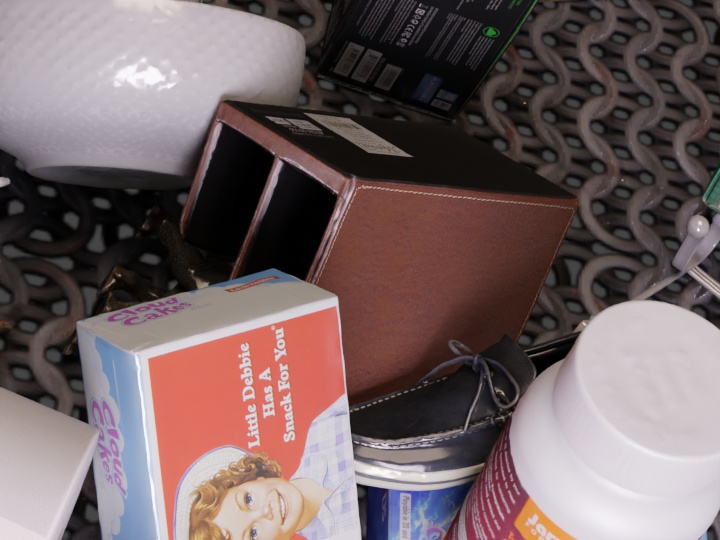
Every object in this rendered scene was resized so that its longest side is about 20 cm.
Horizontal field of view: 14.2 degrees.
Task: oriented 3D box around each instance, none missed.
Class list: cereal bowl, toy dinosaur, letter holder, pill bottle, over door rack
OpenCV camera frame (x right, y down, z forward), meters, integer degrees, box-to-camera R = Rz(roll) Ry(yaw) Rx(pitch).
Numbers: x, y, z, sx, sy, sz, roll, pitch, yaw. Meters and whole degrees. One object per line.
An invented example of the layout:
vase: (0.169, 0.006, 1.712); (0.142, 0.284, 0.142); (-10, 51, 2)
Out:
cereal bowl: (-0.129, -0.090, 1.548); (0.199, 0.200, 0.084); (5, 85, -17)
toy dinosaur: (-0.091, 0.030, 1.543); (0.102, 0.077, 0.200); (34, 43, -10)
letter holder: (0.000, 0.000, 1.536); (0.100, 0.143, 0.199); (32, 18, 35)
pill bottle: (0.114, 0.109, 1.403); (0.109, 0.200, 0.110); (10, 51, -12)
over door rack: (0.216, 0.045, 1.612); (0.148, 0.067, 0.200); (39, 35, 12)

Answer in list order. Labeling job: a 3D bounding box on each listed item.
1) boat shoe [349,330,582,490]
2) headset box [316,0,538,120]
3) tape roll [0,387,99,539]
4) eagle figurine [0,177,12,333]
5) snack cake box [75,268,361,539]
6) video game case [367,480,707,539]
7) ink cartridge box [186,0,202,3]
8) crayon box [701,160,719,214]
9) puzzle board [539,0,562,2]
boat shoe: (0.070, 0.066, 1.493); (0.199, 0.063, 0.075); (-9, 29, -14)
headset box: (0.057, -0.223, 1.691); (0.092, 0.174, 0.201); (17, 59, -11)
tape roll: (-0.218, 0.138, 1.314); (0.139, 0.203, 0.203); (23, 49, -2)
eagle figurine: (-0.276, -0.051, 1.491); (0.150, 0.152, 0.201); (-28, 71, -13)
snack cake box: (-0.065, 0.112, 1.399); (0.115, 0.201, 0.067); (-14, 19, -28)
video game case: (0.094, 0.184, 1.500); (0.180, 0.046, 0.201); (12, 51, -13)
ink cartridge box: (-0.181, -0.217, 1.677); (0.145, 0.084, 0.201); (1, 54, -20)
crayon box: (0.306, -0.029, 1.703); (0.199, 0.058, 0.119); (30, 22, 4)
puzzle board: (0.077, -0.231, 1.830); (0.199, 0.017, 0.151); (-5, 57, -25)
